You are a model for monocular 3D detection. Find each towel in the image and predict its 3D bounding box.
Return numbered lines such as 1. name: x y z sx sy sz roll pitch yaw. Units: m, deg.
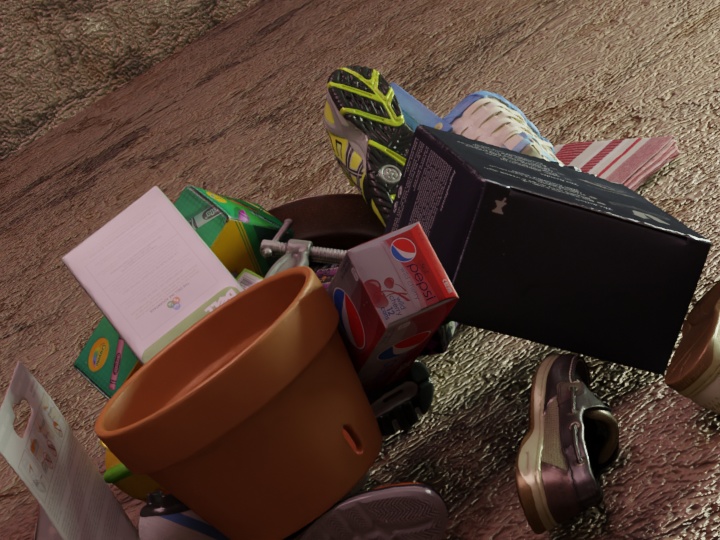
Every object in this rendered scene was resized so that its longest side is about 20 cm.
1. towel: 0.209 -0.081 1.947 0.144 0.023 0.200 -40 20 -23

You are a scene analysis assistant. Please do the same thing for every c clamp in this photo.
1. c clamp: 0.000 0.000 1.677 0.200 0.027 0.171 10 27 16

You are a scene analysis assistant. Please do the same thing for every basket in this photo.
1. basket: 0.111 -0.091 1.848 0.139 0.176 0.200 -45 35 3

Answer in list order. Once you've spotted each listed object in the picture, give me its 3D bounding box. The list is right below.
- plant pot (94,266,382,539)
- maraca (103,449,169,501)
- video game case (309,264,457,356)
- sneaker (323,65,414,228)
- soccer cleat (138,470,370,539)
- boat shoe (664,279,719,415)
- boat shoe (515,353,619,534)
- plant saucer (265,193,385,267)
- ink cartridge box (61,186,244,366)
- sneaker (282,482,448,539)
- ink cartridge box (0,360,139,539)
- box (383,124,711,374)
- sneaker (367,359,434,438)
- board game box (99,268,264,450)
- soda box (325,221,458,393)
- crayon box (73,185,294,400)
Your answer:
1. plant pot: -0.076 0.111 1.463 0.200 0.140 0.200 -35 13 9
2. maraca: -0.137 0.140 1.733 0.200 0.107 0.137 -27 1 9
3. video game case: -0.005 0.035 1.739 0.200 0.036 0.181 -9 21 17
4. sneaker: 0.024 -0.093 1.782 0.075 0.076 0.200 -10 57 -19
5. soccer cleat: -0.082 0.203 1.577 0.200 0.086 0.070 -11 4 -24
6. boat shoe: 0.281 0.049 1.463 0.073 0.063 0.200 -48 1 38
7. boat shoe: 0.158 0.123 1.431 0.065 0.073 0.200 -11 27 17
8. plant saucer: -0.027 -0.003 1.875 0.200 0.200 0.034 -21 55 23
9. ink cartridge box: -0.150 0.036 1.640 0.104 0.059 0.200 -38 63 -7
10. sneaker: -0.029 0.197 1.481 0.200 0.078 0.112 -26 20 10
11. ink cartridge box: -0.257 0.192 1.630 0.047 0.200 0.160 -29 18 9
12. box: 0.141 -0.020 1.569 0.200 0.197 0.117 -130 57 -69
13. sneaker: -0.038 0.132 1.676 0.200 0.078 0.090 -23 16 -19
14. board game box: -0.124 0.092 1.652 0.096 0.030 0.200 26 65 37
15. soda box: 0.012 0.037 1.496 0.063 0.070 0.200 -23 -14 -18
16. crayon box: -0.158 0.026 1.772 0.200 0.058 0.119 -57 -26 11
